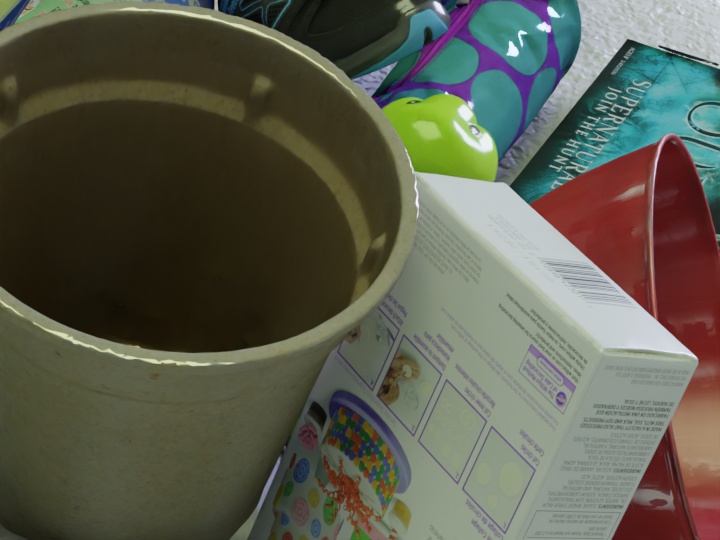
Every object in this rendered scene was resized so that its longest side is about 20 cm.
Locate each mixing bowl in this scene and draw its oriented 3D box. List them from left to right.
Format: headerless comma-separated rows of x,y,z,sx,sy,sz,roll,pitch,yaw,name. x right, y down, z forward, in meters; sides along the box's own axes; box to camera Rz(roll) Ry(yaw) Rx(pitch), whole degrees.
0.103,0.045,1.168,0.108,0.200,0.200,-8,36,16,mixing bowl

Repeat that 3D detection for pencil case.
0.045,-0.092,1.383,0.085,0.093,0.200,-3,32,32,pencil case

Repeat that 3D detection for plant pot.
-0.090,0.023,1.075,0.200,0.184,0.201,7,46,-7,plant pot

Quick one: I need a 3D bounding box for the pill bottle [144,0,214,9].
-0.134,-0.132,1.396,0.112,0.112,0.200,2,40,-5,pill bottle

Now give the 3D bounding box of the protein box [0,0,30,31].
-0.261,-0.081,1.106,0.135,0.199,0.200,42,69,-7,protein box

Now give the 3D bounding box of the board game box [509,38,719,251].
0.168,-0.051,1.402,0.135,0.028,0.200,20,41,18,board game box

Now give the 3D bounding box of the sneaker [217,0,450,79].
-0.027,-0.145,1.341,0.073,0.082,0.200,-26,20,-26,sneaker

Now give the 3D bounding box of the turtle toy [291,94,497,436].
0.000,0.000,1.230,0.145,0.101,0.200,25,54,12,turtle toy

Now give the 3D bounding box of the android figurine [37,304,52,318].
-0.201,-0.016,1.246,0.182,0.041,0.200,-27,37,2,android figurine

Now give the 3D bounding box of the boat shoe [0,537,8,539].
-0.124,0.169,1.071,0.199,0.075,0.093,15,69,-8,boat shoe

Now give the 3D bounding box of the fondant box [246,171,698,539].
0.040,0.080,1.076,0.058,0.200,0.144,6,27,-39,fondant box

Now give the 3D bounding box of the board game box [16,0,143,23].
-0.161,-0.092,1.252,0.134,0.029,0.200,-34,39,-5,board game box
